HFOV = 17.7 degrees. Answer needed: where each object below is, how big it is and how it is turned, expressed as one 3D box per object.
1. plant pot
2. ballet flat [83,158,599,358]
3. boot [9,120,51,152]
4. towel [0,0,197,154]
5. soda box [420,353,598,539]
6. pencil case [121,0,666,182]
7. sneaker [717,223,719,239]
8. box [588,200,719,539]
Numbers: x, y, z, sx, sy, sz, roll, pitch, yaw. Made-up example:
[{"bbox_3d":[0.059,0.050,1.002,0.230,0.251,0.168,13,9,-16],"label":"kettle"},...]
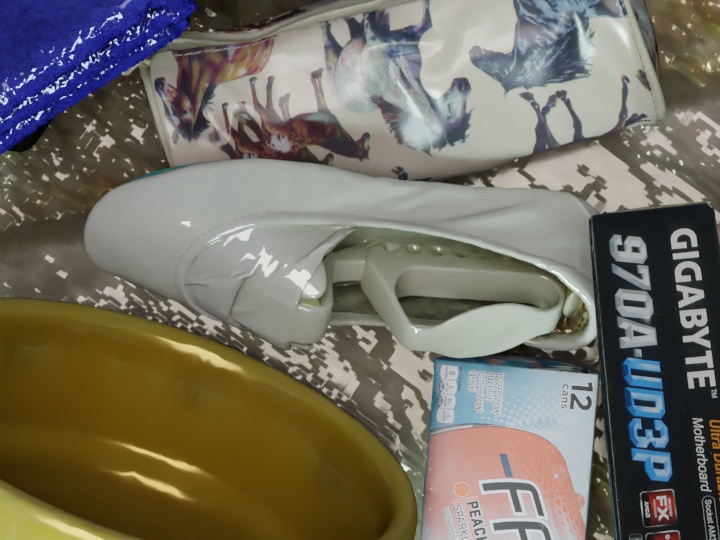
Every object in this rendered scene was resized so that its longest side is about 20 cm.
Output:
[{"bbox_3d":[-0.101,0.136,0.840,0.199,0.201,0.190,22,108,5],"label":"plant pot"},{"bbox_3d":[0.000,0.000,0.845,0.198,0.069,0.070,2,90,-13],"label":"ballet flat"},{"bbox_3d":[-0.192,-0.050,0.900,0.137,0.077,0.201,24,93,0],"label":"boot"},{"bbox_3d":[-0.142,-0.137,0.832,0.147,0.049,0.201,-32,65,22],"label":"towel"},{"bbox_3d":[0.052,0.133,0.876,0.063,0.068,0.202,4,89,5],"label":"soda box"},{"bbox_3d":[0.012,-0.075,0.874,0.198,0.078,0.090,-14,116,5],"label":"pencil case"},{"bbox_3d":[0.209,-0.036,0.863,0.198,0.075,0.106,-4,85,5],"label":"sneaker"},{"bbox_3d":[0.110,0.103,0.785,0.046,0.159,0.201,-6,53,6],"label":"box"}]
